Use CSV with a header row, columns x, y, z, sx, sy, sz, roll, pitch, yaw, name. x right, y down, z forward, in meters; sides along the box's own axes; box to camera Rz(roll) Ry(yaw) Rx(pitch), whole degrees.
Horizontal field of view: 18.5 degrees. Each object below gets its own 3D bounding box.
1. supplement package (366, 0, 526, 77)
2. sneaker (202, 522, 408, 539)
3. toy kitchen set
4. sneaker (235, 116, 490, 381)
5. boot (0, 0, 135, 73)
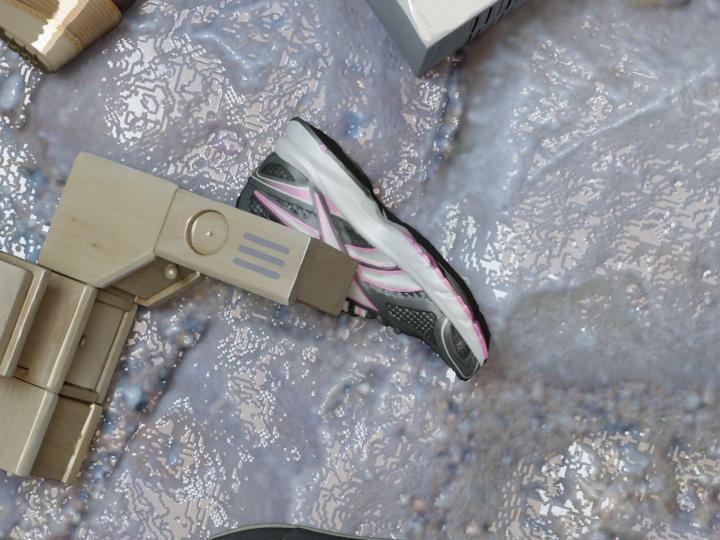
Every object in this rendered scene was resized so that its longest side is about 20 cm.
x,y,z,sx,sy,sz,roll,pitch,yaw,name
0.068,-0.263,1.398,0.199,0.147,0.192,-34,90,-2,supplement package
-0.029,0.199,1.396,0.199,0.106,0.075,-2,88,-3,sneaker
-0.141,0.043,1.338,0.180,0.163,0.201,20,87,24,toy kitchen set
0.000,0.000,1.431,0.086,0.080,0.200,-43,82,8,sneaker
-0.218,-0.241,1.436,0.200,0.072,0.167,37,75,0,boot
